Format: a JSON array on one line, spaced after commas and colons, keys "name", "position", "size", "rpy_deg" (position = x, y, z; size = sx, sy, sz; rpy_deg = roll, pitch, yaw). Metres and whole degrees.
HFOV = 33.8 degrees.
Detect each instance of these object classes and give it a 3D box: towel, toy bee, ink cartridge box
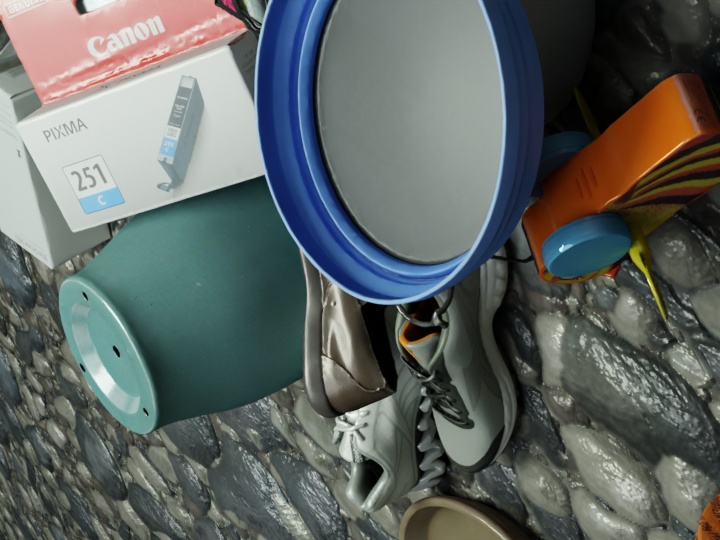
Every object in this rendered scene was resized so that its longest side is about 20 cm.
[{"name": "towel", "position": [-0.130, -0.166, 0.870], "size": [0.169, 0.048, 0.203], "rpy_deg": [-11, 112, 25]}, {"name": "toy bee", "position": [0.125, -0.035, 0.648], "size": [0.198, 0.108, 0.133], "rpy_deg": [-9, 77, 44]}, {"name": "ink cartridge box", "position": [-0.163, -0.134, 0.846], "size": [0.197, 0.045, 0.178], "rpy_deg": [-14, 112, 27]}]

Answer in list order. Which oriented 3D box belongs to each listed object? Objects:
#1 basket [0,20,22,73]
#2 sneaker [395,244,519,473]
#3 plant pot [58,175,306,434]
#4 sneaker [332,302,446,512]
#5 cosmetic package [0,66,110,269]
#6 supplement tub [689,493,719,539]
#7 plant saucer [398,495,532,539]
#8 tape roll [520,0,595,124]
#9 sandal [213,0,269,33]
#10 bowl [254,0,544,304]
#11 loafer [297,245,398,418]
[{"name": "basket", "position": [-0.321, -0.277, 1.031], "size": [0.123, 0.135, 0.202], "rpy_deg": [-15, 102, 59]}, {"name": "sneaker", "position": [0.058, 0.059, 0.814], "size": [0.073, 0.079, 0.203], "rpy_deg": [23, 134, 41]}, {"name": "plant pot", "position": [-0.130, 0.029, 0.952], "size": [0.199, 0.187, 0.202], "rpy_deg": [35, 141, 34]}, {"name": "sneaker", "position": [0.014, 0.098, 0.906], "size": [0.075, 0.080, 0.203], "rpy_deg": [22, 130, 47]}, {"name": "cosmetic package", "position": [-0.335, -0.118, 1.225], "size": [0.112, 0.081, 0.203], "rpy_deg": [28, 135, 38]}, {"name": "supplement tub", "position": [0.229, 0.223, 0.661], "size": [0.122, 0.122, 0.203], "rpy_deg": [28, 135, 41]}, {"name": "plant saucer", "position": [0.108, 0.266, 0.954], "size": [0.199, 0.029, 0.202], "rpy_deg": [34, 139, 36]}, {"name": "tape roll", "position": [0.038, -0.159, 0.681], "size": [0.199, 0.066, 0.203], "rpy_deg": [34, 139, 36]}, {"name": "sandal", "position": [-0.085, -0.214, 0.763], "size": [0.075, 0.044, 0.203], "rpy_deg": [-124, 15, -83]}, {"name": "bowl", "position": [0.016, -0.085, 0.627], "size": [0.199, 0.039, 0.204], "rpy_deg": [15, 110, 47]}, {"name": "loafer", "position": [0.000, 0.000, 0.832], "size": [0.070, 0.073, 0.204], "rpy_deg": [-3, 89, 22]}]
